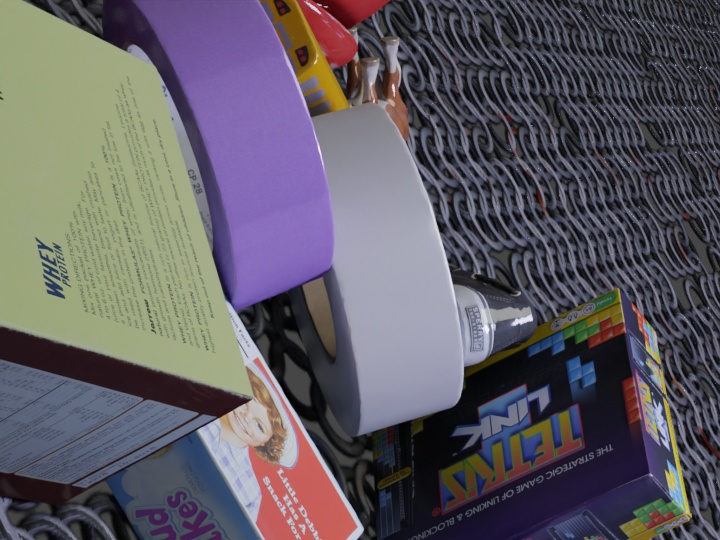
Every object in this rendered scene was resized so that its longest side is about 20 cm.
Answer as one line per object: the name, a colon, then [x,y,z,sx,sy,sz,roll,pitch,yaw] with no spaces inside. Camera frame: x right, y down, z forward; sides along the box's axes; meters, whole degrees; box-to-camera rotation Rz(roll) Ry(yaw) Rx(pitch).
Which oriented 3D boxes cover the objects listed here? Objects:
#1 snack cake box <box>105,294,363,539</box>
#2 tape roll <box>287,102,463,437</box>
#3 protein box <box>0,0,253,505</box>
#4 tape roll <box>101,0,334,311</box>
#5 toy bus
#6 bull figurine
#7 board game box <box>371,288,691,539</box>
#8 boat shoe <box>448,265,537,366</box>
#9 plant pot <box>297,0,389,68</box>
snack cake box: [-0.089,0.092,1.147,0.201,0.067,0.115,60,21,-2]
tape roll: [0.000,0.000,1.305,0.202,0.070,0.204,164,-90,-79]
protein box: [-0.182,-0.014,0.991,0.200,0.134,0.200,22,44,-56]
tape roll: [-0.085,-0.079,1.216,0.201,0.065,0.201,58,-19,33]
toy bus: [-0.050,-0.108,1.381,0.200,0.078,0.065,58,7,-70]
bull figurine: [-0.001,-0.104,1.539,0.200,0.065,0.122,-73,162,-69]
board game box: [0.103,0.123,1.336,0.057,0.199,0.166,47,26,-34]
boat shoe: [0.059,0.024,1.406,0.200,0.066,0.070,-175,-104,-69]
plant pot: [-0.043,-0.251,1.430,0.200,0.183,0.200,30,-4,3]
